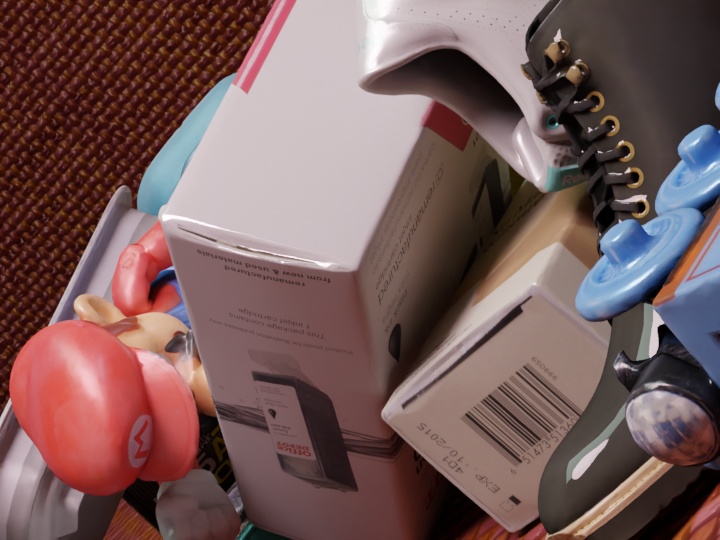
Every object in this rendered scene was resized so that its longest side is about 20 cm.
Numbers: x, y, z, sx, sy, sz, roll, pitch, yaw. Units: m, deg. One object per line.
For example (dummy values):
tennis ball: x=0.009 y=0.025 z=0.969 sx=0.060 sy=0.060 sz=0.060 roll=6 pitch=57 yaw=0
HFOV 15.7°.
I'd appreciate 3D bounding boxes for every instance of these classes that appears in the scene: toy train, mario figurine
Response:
toy train: x=0.145 y=-0.021 z=0.766 sx=0.114 sy=0.087 sz=0.200 roll=-26 pitch=19 yaw=47
mario figurine: x=-0.064 y=0.038 z=1.101 sx=0.106 sy=0.124 sz=0.200 roll=-43 pitch=2 yaw=27

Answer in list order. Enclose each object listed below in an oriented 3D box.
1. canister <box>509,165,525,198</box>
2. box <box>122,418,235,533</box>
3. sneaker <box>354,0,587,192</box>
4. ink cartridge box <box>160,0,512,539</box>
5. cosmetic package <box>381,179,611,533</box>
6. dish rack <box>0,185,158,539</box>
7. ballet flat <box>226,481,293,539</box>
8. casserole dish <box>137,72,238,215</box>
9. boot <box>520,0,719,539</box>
canister: x=0.111 y=-0.110 z=1.129 sx=0.200 sy=0.087 sz=0.148 roll=-37 pitch=-22 yaw=25
box: x=-0.057 y=0.051 z=1.389 sx=0.200 sy=0.044 sz=0.160 roll=-49 pitch=-29 yaw=-8
sneaker: x=0.092 y=-0.062 z=0.932 sx=0.075 sy=0.198 sz=0.089 roll=110 pitch=176 yaw=-58
ink cartridge box: x=0.000 y=0.000 z=1.032 sx=0.201 sy=0.084 sz=0.146 roll=80 pitch=-151 yaw=-52
cosmetic package: x=0.095 y=-0.005 z=0.999 sx=0.105 sy=0.071 sz=0.200 roll=-43 pitch=9 yaw=41
dish rack: x=-0.125 y=0.080 z=1.196 sx=0.172 sy=0.043 sz=0.201 roll=98 pitch=-170 yaw=-50
ballet flat: x=-0.008 y=0.078 z=1.177 sx=0.201 sy=0.072 sz=0.072 roll=-49 pitch=7 yaw=-2
casserole dish: x=-0.056 y=-0.036 z=1.381 sx=0.121 sy=0.039 sz=0.200 roll=-51 pitch=-28 yaw=-6
boot: x=0.083 y=-0.016 z=0.862 sx=0.200 sy=0.138 sz=0.077 roll=-53 pitch=8 yaw=-26
